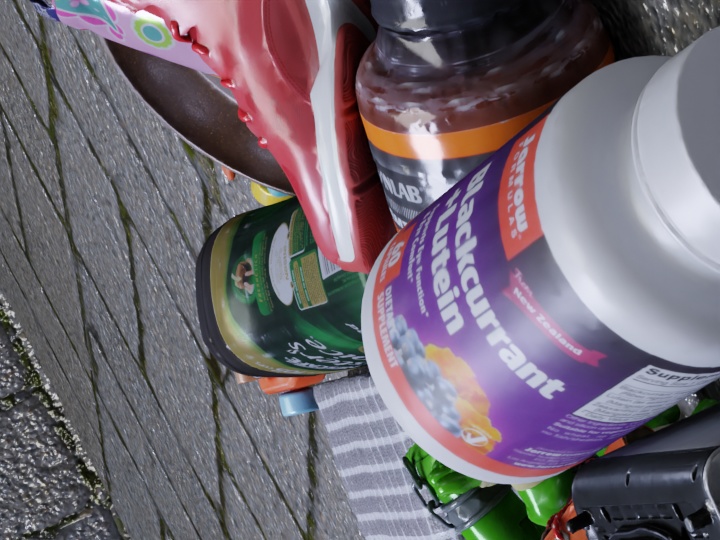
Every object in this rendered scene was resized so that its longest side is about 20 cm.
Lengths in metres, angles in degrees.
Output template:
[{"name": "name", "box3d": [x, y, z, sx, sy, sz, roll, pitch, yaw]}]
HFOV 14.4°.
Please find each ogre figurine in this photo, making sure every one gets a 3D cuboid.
[{"name": "ogre figurine", "box3d": [0.114, 0.113, 1.239, 0.120, 0.199, 0.098, 59, -146, -18]}]

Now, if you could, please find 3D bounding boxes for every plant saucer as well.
[{"name": "plant saucer", "box3d": [-0.037, -0.113, 1.372, 0.199, 0.035, 0.201, 21, 146, 15]}]

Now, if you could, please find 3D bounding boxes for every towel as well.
[{"name": "towel", "box3d": [0.041, 0.120, 1.446, 0.200, 0.085, 0.166, 156, 95, -74]}]

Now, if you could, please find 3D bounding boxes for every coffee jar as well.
[{"name": "coffee jar", "box3d": [0.000, 0.000, 1.357, 0.200, 0.104, 0.086, -19, 74, 61]}]

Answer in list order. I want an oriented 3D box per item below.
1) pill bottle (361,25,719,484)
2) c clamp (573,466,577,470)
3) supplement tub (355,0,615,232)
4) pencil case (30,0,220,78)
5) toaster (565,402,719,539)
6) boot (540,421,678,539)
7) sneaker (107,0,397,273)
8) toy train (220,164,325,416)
[{"name": "pill bottle", "box3d": [0.091, -0.007, 0.996, 0.200, 0.111, 0.112, -40, 74, 54]}, {"name": "c clamp", "box3d": [0.064, 0.048, 1.487, 0.171, 0.027, 0.200, 90, 154, -50]}, {"name": "supplement tub", "box3d": [0.060, -0.043, 1.149, 0.107, 0.107, 0.201, 41, 152, 61]}, {"name": "pencil case", "box3d": [-0.044, -0.121, 1.260, 0.199, 0.088, 0.088, 21, 152, 13]}, {"name": "toaster", "box3d": [0.169, 0.131, 1.003, 0.182, 0.118, 0.200, 66, 167, 1]}, {"name": "boot", "box3d": [0.095, 0.111, 1.143, 0.075, 0.199, 0.108, -67, -40, -60]}, {"name": "sneaker", "box3d": [-0.046, -0.096, 1.187, 0.078, 0.115, 0.201, -34, -61, -59]}, {"name": "toy train", "box3d": [-0.054, -0.017, 1.533, 0.150, 0.055, 0.201, 175, 83, -69]}]
